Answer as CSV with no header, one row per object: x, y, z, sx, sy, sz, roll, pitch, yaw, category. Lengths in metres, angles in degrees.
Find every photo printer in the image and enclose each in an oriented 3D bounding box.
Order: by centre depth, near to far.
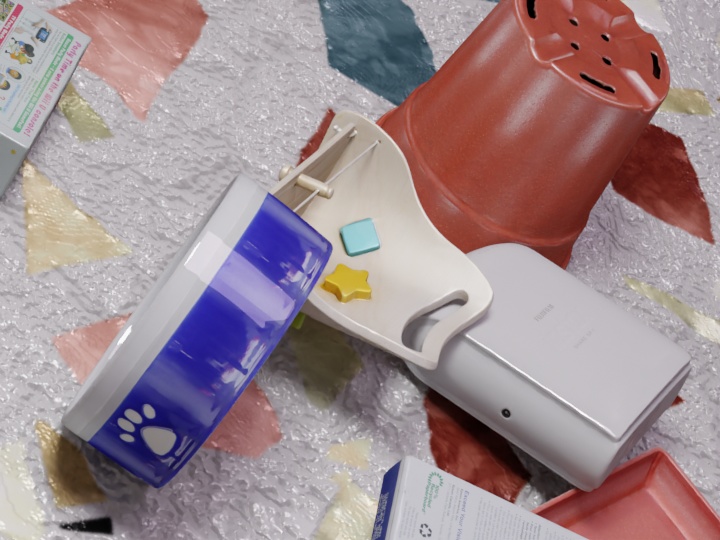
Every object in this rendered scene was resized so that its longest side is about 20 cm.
0.134,0.063,1.758,0.199,0.070,0.166,34,35,15,photo printer

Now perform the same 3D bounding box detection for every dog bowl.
-0.105,0.039,1.506,0.079,0.200,0.200,36,38,-5,dog bowl

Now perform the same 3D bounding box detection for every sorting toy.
0.000,0.000,1.677,0.179,0.107,0.200,31,37,13,sorting toy

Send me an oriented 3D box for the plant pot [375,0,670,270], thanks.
0.137,-0.121,1.866,0.199,0.196,0.202,21,41,-20,plant pot

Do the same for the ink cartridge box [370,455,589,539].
0.090,0.249,1.553,0.199,0.043,0.197,27,51,-17,ink cartridge box

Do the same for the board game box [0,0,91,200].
-0.309,-0.158,1.656,0.199,0.064,0.148,30,39,-8,board game box

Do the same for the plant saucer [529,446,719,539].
0.219,0.241,1.694,0.199,0.037,0.200,-19,65,-48,plant saucer
